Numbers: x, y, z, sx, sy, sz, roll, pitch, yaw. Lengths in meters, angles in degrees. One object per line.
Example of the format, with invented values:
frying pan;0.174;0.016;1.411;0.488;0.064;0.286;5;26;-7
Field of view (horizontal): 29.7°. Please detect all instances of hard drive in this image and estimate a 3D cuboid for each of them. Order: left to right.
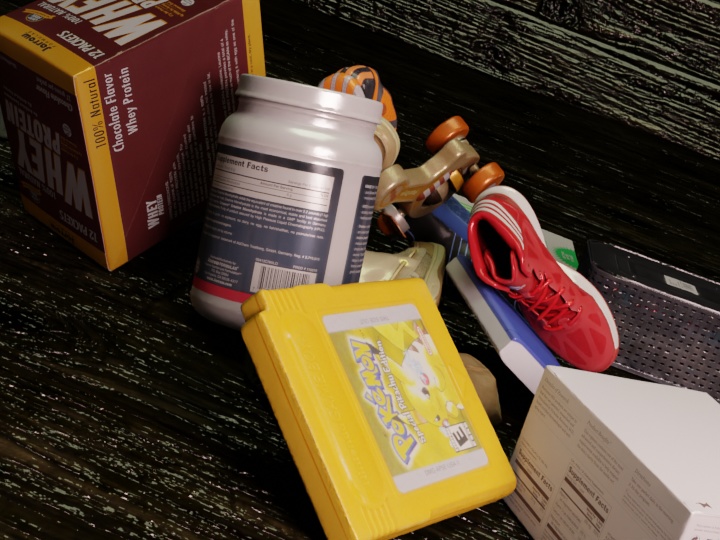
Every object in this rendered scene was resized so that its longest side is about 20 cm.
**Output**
hard drive;0.146;0.069;1.220;0.132;0.025;0.200;46;8;-22

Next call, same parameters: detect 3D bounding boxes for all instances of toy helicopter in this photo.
toy helicopter;0.049;-0.079;1.333;0.079;0.132;0.199;52;23;12

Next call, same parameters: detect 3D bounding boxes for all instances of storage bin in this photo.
storage bin;0.321;0.053;1.446;0.197;0.095;0.135;19;16;2

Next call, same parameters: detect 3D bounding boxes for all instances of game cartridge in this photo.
game cartridge;0.015;0.090;0.932;0.199;0.032;0.178;-3;64;-56

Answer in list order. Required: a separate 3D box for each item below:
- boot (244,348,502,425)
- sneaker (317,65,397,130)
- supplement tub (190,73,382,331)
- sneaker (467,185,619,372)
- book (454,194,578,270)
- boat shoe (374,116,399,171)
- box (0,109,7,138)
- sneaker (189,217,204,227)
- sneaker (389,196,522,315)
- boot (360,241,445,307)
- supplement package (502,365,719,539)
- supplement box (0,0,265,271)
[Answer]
boot;0.028;0.096;1.042;0.198;0.067;0.175;12;20;-30
sneaker;-0.006;-0.112;1.396;0.077;0.203;0.112;21;25;19
supplement tub;-0.059;-0.051;1.129;0.138;0.203;0.140;11;5;-1
sneaker;0.156;0.024;1.232;0.201;0.078;0.115;50;26;-1
book;0.163;-0.030;1.627;0.197;0.049;0.134;20;21;-6
boat shoe;-0.046;-0.075;1.315;0.074;0.199;0.063;50;21;-8
box;-0.383;-0.207;1.470;0.197;0.099;0.125;15;17;-17
sneaker;-0.158;-0.077;1.347;0.197;0.079;0.086;-13;39;-27
sneaker;0.119;-0.001;1.451;0.200;0.078;0.070;46;20;10
boot;0.000;0.000;1.302;0.153;0.074;0.200;18;20;-1
supplement package;0.217;0.168;0.942;0.154;0.112;0.200;11;19;-25
supplement box;-0.198;-0.148;1.201;0.132;0.199;0.199;30;49;34
